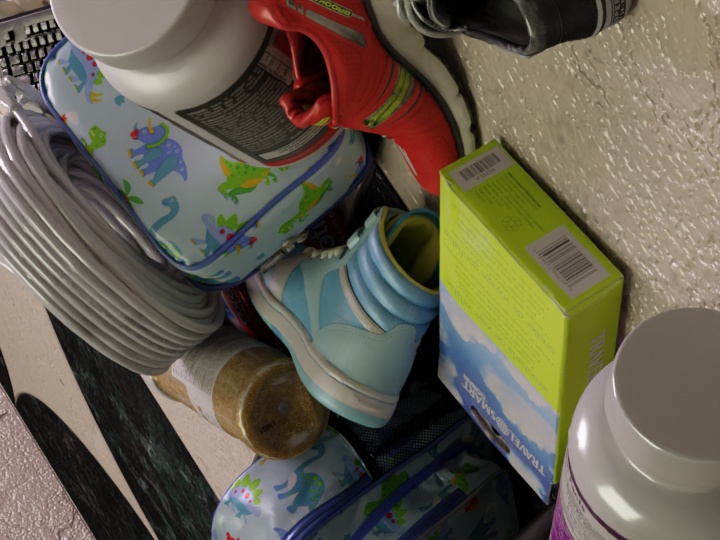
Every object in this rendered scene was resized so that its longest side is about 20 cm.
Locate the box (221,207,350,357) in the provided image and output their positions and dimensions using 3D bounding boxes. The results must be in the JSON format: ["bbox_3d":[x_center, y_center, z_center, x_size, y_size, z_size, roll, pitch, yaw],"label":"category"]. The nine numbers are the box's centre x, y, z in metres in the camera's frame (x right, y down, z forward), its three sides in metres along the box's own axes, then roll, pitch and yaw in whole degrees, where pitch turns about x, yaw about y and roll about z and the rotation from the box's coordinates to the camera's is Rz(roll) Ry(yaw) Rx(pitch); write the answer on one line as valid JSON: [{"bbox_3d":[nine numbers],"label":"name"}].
[{"bbox_3d":[-0.066,-0.013,1.394,0.201,0.095,0.100,65,162,-14],"label":"box"}]

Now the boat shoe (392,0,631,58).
[{"bbox_3d":[0.047,-0.146,0.946,0.199,0.068,0.074,39,152,49],"label":"boat shoe"}]

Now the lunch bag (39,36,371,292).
[{"bbox_3d":[-0.098,-0.100,1.259,0.200,0.161,0.082,50,-178,21],"label":"lunch bag"}]

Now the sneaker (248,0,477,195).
[{"bbox_3d":[-0.003,-0.105,1.084,0.077,0.085,0.200,37,168,47],"label":"sneaker"}]

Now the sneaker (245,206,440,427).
[{"bbox_3d":[0.000,0.000,1.251,0.079,0.131,0.200,21,-163,-32],"label":"sneaker"}]

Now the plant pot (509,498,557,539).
[{"bbox_3d":[0.128,0.247,1.153,0.200,0.176,0.200,56,160,10],"label":"plant pot"}]

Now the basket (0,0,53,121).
[{"bbox_3d":[-0.247,-0.139,1.558,0.140,0.176,0.200,53,150,11],"label":"basket"}]

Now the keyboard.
[{"bbox_3d":[-0.190,-0.188,1.395,0.198,0.021,0.129,-10,91,31],"label":"keyboard"}]

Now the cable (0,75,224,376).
[{"bbox_3d":[-0.177,-0.019,1.290,0.200,0.069,0.201,39,-166,-38],"label":"cable"}]

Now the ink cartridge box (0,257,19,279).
[{"bbox_3d":[-0.179,-0.012,1.505,0.144,0.085,0.200,34,-170,20],"label":"ink cartridge box"}]

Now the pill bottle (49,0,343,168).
[{"bbox_3d":[-0.085,-0.137,1.109,0.116,0.116,0.200,51,-170,24],"label":"pill bottle"}]

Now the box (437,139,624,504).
[{"bbox_3d":[0.094,0.035,1.125,0.122,0.047,0.201,50,159,30],"label":"box"}]

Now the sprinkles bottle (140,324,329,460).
[{"bbox_3d":[-0.091,0.073,1.330,0.200,0.068,0.069,20,137,62],"label":"sprinkles bottle"}]

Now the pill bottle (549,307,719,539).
[{"bbox_3d":[0.156,0.107,0.974,0.112,0.112,0.201,50,158,27],"label":"pill bottle"}]

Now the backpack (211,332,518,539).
[{"bbox_3d":[0.007,0.179,1.328,0.147,0.199,0.184,45,155,38],"label":"backpack"}]
